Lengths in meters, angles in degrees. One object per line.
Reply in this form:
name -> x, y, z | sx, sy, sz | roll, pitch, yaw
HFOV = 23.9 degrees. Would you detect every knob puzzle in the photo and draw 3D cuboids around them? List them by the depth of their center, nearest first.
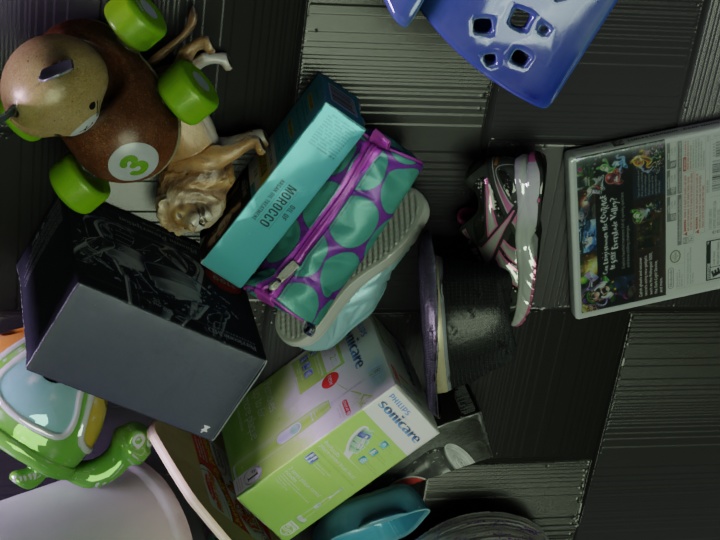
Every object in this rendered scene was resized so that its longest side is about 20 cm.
knob puzzle -> -0.154, 0.216, 1.707 | 0.030, 0.220, 0.220 | -36, 123, 11

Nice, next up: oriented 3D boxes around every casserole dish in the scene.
casserole dish -> 0.005, 0.271, 1.825 | 0.121, 0.039, 0.200 | -15, 162, -13

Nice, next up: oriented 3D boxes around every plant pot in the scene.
plant pot -> 0.116, -0.288, 1.466 | 0.179, 0.200, 0.200 | 23, 114, -19

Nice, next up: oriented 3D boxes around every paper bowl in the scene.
paper bowl -> 0.129, 0.357, 1.923 | 0.200, 0.104, 0.201 | -6, 123, -10

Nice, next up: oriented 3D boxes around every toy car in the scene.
toy car -> -0.244, -0.141, 1.440 | 0.164, 0.200, 0.158 | -37, 87, 17

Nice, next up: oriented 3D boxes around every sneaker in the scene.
sneaker -> 0.000, 0.000, 1.701 | 0.200, 0.074, 0.082 | -44, 151, 9
sneaker -> 0.139, -0.038, 1.710 | 0.086, 0.080, 0.200 | 6, 124, 9

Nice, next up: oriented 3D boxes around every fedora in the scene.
fedora -> 0.106, 0.052, 1.668 | 0.091, 0.201, 0.201 | -3, 123, 4

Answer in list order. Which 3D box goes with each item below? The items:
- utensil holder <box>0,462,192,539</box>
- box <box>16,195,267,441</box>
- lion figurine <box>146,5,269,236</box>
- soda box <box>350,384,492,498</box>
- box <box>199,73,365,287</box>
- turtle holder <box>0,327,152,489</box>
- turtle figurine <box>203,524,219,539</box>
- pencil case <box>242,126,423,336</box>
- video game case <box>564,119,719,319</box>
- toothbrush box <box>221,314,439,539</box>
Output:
utensil holder -> -0.294, 0.292, 1.690 | 0.200, 0.170, 0.170 | -14, 130, -42
box -> -0.208, 0.039, 1.592 | 0.200, 0.182, 0.104 | 24, 113, -27
lion figurine -> -0.162, -0.135, 1.573 | 0.122, 0.073, 0.200 | -21, 110, 8
soda box -> 0.035, 0.189, 1.819 | 0.200, 0.063, 0.071 | -19, 124, -2
box -> -0.076, -0.085, 1.606 | 0.049, 0.082, 0.200 | 33, 109, -20
turtle holder -> -0.301, 0.135, 1.643 | 0.132, 0.185, 0.141 | -54, 163, 1
turtle figurine -> -0.113, 0.316, 1.776 | 0.149, 0.200, 0.101 | -18, 119, 0
pencil case -> -0.025, -0.043, 1.622 | 0.085, 0.092, 0.200 | 34, 95, 15
video game case -> 0.303, -0.053, 1.761 | 0.181, 0.023, 0.200 | -12, 124, -7
toothbrush box -> -0.036, 0.156, 1.731 | 0.200, 0.146, 0.086 | -35, 122, 10
